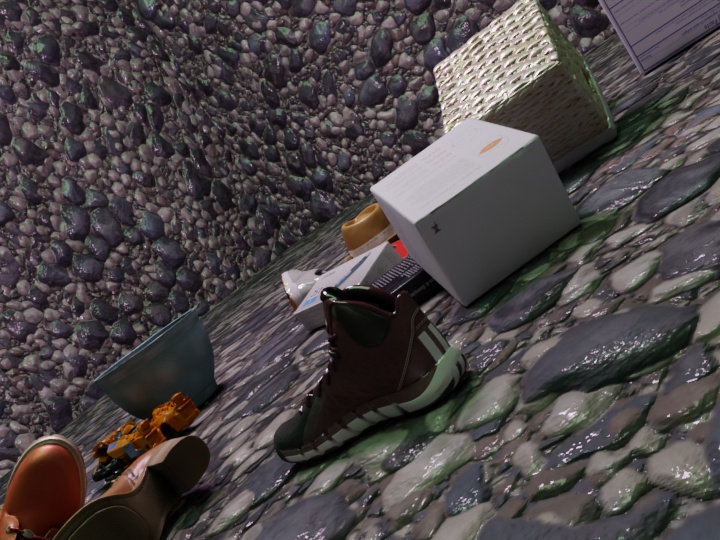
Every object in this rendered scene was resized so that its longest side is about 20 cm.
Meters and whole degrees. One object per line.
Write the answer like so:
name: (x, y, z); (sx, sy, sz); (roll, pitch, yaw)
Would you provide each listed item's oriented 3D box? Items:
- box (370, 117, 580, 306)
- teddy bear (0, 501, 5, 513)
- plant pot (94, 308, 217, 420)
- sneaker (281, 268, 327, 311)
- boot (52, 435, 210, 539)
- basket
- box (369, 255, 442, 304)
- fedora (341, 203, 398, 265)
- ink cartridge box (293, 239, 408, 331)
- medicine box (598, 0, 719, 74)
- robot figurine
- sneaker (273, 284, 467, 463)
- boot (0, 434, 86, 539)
box: (0.117, -0.072, 0.865); (0.151, 0.107, 0.200); (-34, 20, -1)
teddy bear: (-0.564, 0.391, 1.327); (0.144, 0.067, 0.200); (-32, 8, 8)
plant pot: (-0.322, 0.177, 1.320); (0.199, 0.135, 0.200); (-33, 7, 5)
sneaker: (-0.100, 0.030, 1.546); (0.091, 0.077, 0.200); (-27, 15, -3)
boot: (-0.246, 0.246, 0.783); (0.155, 0.077, 0.200); (-34, 12, 48)
basket: (0.223, -0.242, 1.126); (0.199, 0.160, 0.201); (-33, 39, 27)
box: (0.081, 0.001, 1.000); (0.199, 0.036, 0.143); (-37, 8, -3)
fedora: (0.018, -0.079, 1.600); (0.199, 0.082, 0.201); (-34, 7, 5)
ink cartridge box: (0.000, 0.000, 1.224); (0.199, 0.045, 0.177); (-25, 24, 53)
medicine box: (0.532, -0.489, 1.404); (0.181, 0.202, 0.103); (-30, 10, 27)
robot figurine: (-0.330, 0.251, 1.186); (0.199, 0.059, 0.145); (-29, 7, 40)
sneaker: (-0.017, 0.074, 0.650); (0.198, 0.116, 0.076); (-31, 8, 28)
boot: (-0.307, 0.259, 0.733); (0.107, 0.074, 0.204); (-162, 88, -76)
